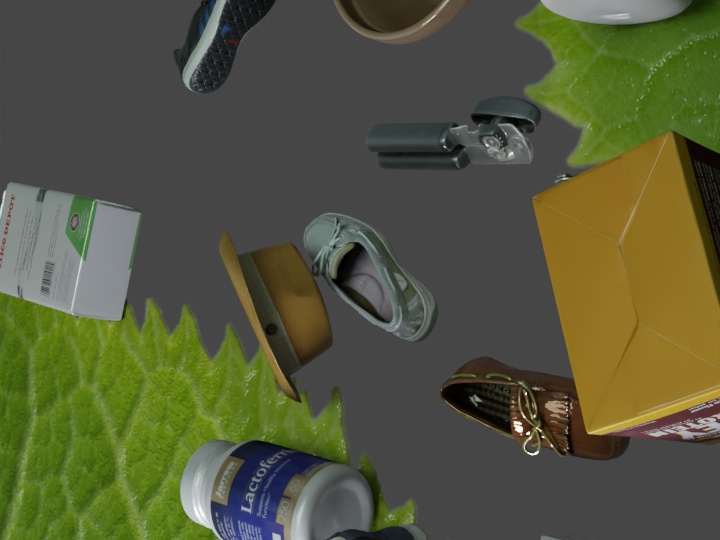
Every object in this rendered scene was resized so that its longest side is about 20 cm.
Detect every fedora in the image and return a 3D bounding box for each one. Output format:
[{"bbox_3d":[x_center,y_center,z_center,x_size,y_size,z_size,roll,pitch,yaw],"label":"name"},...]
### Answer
[{"bbox_3d":[-0.081,0.038,1.439,0.081,0.201,0.202,-24,61,-4],"label":"fedora"}]

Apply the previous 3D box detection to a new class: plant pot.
[{"bbox_3d":[0.068,-0.326,1.390,0.199,0.092,0.204,-9,76,41],"label":"plant pot"}]

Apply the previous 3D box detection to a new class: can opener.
[{"bbox_3d":[0.097,-0.138,1.372,0.198,0.053,0.067,5,54,43],"label":"can opener"}]

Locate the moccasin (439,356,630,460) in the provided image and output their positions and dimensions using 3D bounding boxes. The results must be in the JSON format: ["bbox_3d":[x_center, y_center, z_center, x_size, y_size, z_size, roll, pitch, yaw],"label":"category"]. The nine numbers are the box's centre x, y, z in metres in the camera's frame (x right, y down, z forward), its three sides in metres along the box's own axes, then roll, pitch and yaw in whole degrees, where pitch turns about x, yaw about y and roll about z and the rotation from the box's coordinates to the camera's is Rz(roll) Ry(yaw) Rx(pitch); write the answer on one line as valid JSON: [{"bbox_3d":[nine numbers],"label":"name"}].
[{"bbox_3d":[0.157,0.128,1.232,0.200,0.077,0.075,23,122,41],"label":"moccasin"}]

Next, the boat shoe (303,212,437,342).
[{"bbox_3d":[0.000,0.002,1.413,0.202,0.064,0.075,47,112,37],"label":"boat shoe"}]

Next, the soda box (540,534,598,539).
[{"bbox_3d":[0.245,0.278,1.146,0.198,0.063,0.069,6,86,42],"label":"soda box"}]

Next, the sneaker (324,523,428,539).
[{"bbox_3d":[-0.013,0.349,1.313,0.076,0.145,0.206,12,92,40],"label":"sneaker"}]

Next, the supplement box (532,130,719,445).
[{"bbox_3d":[0.264,0.024,1.081,0.132,0.199,0.200,-25,67,36],"label":"supplement box"}]

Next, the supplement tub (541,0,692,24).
[{"bbox_3d":[0.233,-0.337,1.209,0.144,0.144,0.203,-1,82,41],"label":"supplement tub"}]

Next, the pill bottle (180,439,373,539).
[{"bbox_3d":[-0.092,0.243,1.420,0.198,0.115,0.118,8,88,42],"label":"pill bottle"}]

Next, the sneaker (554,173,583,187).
[{"bbox_3d":[0.202,0.008,1.219,0.074,0.081,0.203,-21,69,37],"label":"sneaker"}]

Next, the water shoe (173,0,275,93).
[{"bbox_3d":[-0.166,-0.310,1.611,0.201,0.071,0.079,-55,50,20],"label":"water shoe"}]

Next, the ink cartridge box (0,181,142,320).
[{"bbox_3d":[-0.386,-0.027,1.750,0.198,0.084,0.148,13,91,43],"label":"ink cartridge box"}]
